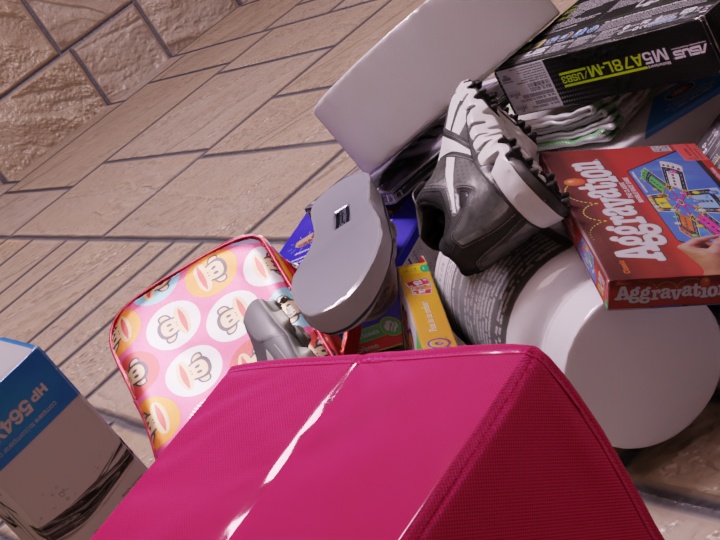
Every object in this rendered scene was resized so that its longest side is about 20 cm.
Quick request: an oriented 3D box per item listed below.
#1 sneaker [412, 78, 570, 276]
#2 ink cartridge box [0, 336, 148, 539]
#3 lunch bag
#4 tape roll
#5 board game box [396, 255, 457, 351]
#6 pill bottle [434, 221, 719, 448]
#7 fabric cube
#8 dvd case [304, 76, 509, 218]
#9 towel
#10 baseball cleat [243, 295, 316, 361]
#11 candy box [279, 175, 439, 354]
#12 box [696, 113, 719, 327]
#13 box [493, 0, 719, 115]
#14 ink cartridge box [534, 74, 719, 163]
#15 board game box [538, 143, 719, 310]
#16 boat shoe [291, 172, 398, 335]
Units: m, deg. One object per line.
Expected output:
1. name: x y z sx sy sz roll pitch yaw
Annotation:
1. sneaker: 0.067 -0.058 0.763 0.090 0.066 0.200 -44 21 16
2. ink cartridge box: -0.217 0.145 0.865 0.084 0.200 0.146 -46 24 -24
3. lunch bag: -0.080 0.069 0.902 0.176 0.082 0.200 -33 51 4
4. tape roll: 0.059 -0.164 0.971 0.202 0.071 0.202 -41 3 2
5. board game box: 0.048 0.073 0.774 0.030 0.096 0.200 -6 26 -1
6. pill bottle: 0.127 0.027 0.750 0.114 0.114 0.200 -34 21 -3
7. fabric cube: 0.000 0.170 0.507 0.200 0.196 0.199 -9 31 46
8. dvd case: 0.057 -0.113 1.071 0.200 0.016 0.149 -40 16 -26
9. towel: 0.182 -0.157 0.953 0.149 0.031 0.200 -4 35 50
10. baseball cleat: -0.045 0.108 0.780 0.106 0.070 0.200 -38 55 2
11. candy box: 0.007 -0.008 1.047 0.169 0.077 0.200 -18 24 33
12. box: 0.262 -0.069 0.735 0.200 0.048 0.158 -60 15 17
13. box: 0.223 -0.188 0.870 0.193 0.048 0.200 -39 19 -30
14. ink cartridge box: 0.206 -0.099 0.951 0.146 0.086 0.200 -32 19 3
15. board game box: 0.169 -0.031 0.701 0.103 0.019 0.200 -4 24 -1
16. boat shoe: 0.000 0.000 0.853 0.071 0.070 0.200 -29 21 12
